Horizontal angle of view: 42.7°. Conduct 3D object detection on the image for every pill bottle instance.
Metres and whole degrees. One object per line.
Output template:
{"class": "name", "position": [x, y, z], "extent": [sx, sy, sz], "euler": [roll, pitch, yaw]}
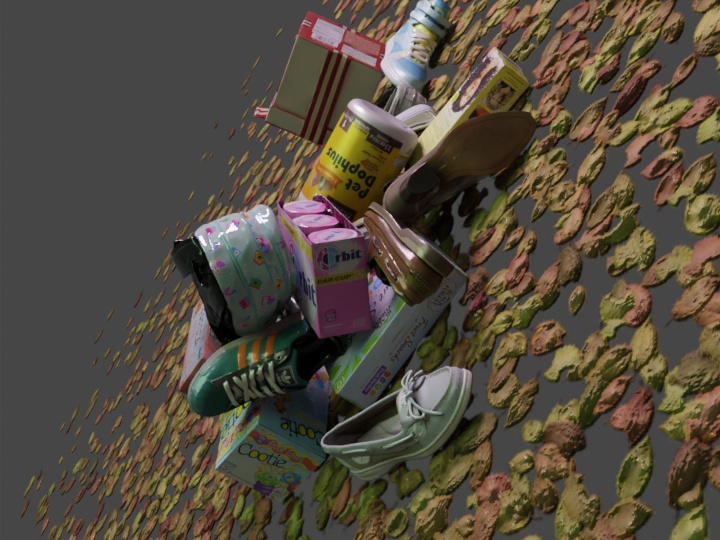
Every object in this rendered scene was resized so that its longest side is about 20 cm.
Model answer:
{"class": "pill bottle", "position": [-0.013, -0.123, 1.258], "extent": [0.201, 0.108, 0.109], "euler": [-60, 20, 15]}

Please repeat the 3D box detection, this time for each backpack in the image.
{"class": "backpack", "position": [-0.150, -0.001, 1.129], "extent": [0.126, 0.168, 0.200], "euler": [-31, -6, -13]}

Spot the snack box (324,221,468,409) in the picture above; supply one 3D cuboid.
{"class": "snack box", "position": [0.033, 0.052, 1.120], "extent": [0.201, 0.053, 0.142], "euler": [-54, 24, 8]}

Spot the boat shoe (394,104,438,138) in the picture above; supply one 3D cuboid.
{"class": "boat shoe", "position": [0.033, -0.172, 1.332], "extent": [0.199, 0.072, 0.062], "euler": [-35, 30, 0]}

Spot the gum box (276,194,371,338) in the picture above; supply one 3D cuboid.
{"class": "gum box", "position": [-0.049, -0.012, 1.124], "extent": [0.200, 0.065, 0.115], "euler": [-133, 35, -65]}

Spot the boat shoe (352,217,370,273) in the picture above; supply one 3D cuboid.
{"class": "boat shoe", "position": [0.000, 0.000, 1.229], "extent": [0.200, 0.074, 0.069], "euler": [121, 147, -57]}

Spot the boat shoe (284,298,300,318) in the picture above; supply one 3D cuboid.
{"class": "boat shoe", "position": [-0.101, 0.031, 1.428], "extent": [0.072, 0.067, 0.202], "euler": [-37, 31, 37]}

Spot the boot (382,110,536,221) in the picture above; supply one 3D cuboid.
{"class": "boot", "position": [0.115, -0.126, 1.148], "extent": [0.198, 0.071, 0.146], "euler": [-26, -5, -5]}

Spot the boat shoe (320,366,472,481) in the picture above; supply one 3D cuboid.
{"class": "boat shoe", "position": [0.038, 0.156, 0.957], "extent": [0.202, 0.064, 0.075], "euler": [-39, 29, 41]}

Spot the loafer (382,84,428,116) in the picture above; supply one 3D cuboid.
{"class": "loafer", "position": [0.025, -0.211, 1.461], "extent": [0.200, 0.069, 0.070], "euler": [-48, 24, 25]}

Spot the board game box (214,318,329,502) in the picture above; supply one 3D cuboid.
{"class": "board game box", "position": [-0.110, 0.177, 1.201], "extent": [0.103, 0.104, 0.201], "euler": [-47, 24, 28]}

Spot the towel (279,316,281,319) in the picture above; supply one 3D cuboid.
{"class": "towel", "position": [-0.155, 0.068, 1.464], "extent": [0.200, 0.030, 0.151], "euler": [-122, 38, -67]}

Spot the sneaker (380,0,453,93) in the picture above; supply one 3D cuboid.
{"class": "sneaker", "position": [0.098, -0.373, 1.505], "extent": [0.131, 0.079, 0.201], "euler": [-48, 25, 28]}

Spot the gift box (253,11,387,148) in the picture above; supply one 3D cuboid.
{"class": "gift box", "position": [-0.067, -0.309, 1.581], "extent": [0.201, 0.183, 0.188], "euler": [-72, 6, -60]}

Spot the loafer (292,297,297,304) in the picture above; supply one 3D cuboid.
{"class": "loafer", "position": [-0.039, -0.035, 1.347], "extent": [0.202, 0.075, 0.070], "euler": [-62, 0, -8]}

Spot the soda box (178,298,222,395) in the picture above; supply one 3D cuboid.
{"class": "soda box", "position": [-0.195, 0.098, 1.260], "extent": [0.064, 0.068, 0.201], "euler": [-51, 22, 23]}

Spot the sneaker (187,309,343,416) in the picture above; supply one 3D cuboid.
{"class": "sneaker", "position": [-0.110, 0.116, 1.094], "extent": [0.199, 0.072, 0.080], "euler": [-32, 31, -15]}

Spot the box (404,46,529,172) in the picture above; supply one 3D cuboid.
{"class": "box", "position": [0.136, -0.195, 1.226], "extent": [0.200, 0.050, 0.076], "euler": [-51, 22, 22]}

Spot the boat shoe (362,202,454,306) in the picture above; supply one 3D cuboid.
{"class": "boat shoe", "position": [0.035, -0.021, 1.051], "extent": [0.068, 0.072, 0.200], "euler": [-51, 23, 4]}
